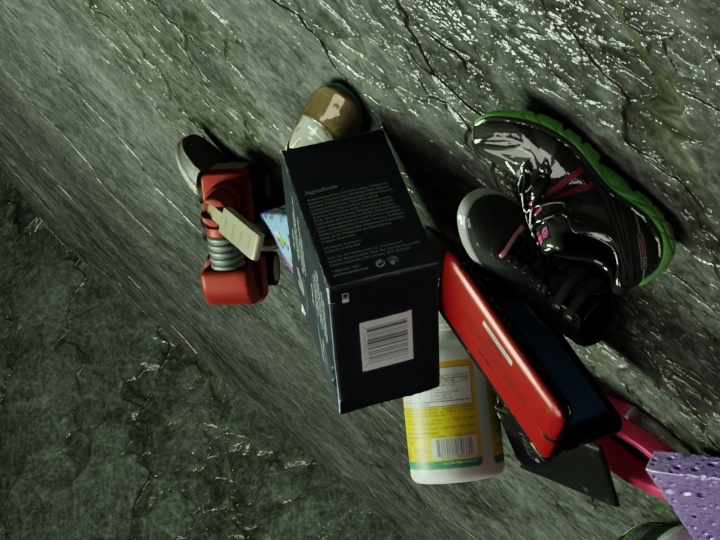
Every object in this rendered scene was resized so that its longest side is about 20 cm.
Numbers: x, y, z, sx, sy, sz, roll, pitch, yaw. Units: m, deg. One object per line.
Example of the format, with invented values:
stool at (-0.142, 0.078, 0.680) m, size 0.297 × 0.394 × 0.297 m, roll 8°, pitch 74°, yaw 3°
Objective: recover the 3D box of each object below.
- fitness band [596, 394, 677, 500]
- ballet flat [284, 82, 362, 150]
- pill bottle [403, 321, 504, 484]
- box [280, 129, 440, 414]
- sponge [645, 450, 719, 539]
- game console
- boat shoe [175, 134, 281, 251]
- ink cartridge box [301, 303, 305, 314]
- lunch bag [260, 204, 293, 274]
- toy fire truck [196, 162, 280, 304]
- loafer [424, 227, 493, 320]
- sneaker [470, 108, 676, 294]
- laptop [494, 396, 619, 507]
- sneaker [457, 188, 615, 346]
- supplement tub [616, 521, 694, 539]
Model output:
fitness band at (0.301, 0.196, 1.768) m, size 0.144 × 0.037 × 0.200 m, roll 47°, pitch 168°, yaw -25°
ballet flat at (-0.049, -0.142, 1.693) m, size 0.068 × 0.072 × 0.200 m, roll 45°, pitch 167°, yaw -5°
pill bottle at (0.103, 0.139, 1.837) m, size 0.113 × 0.112 × 0.202 m, roll 169°, pitch 95°, yaw -74°
box at (0.000, 0.000, 1.629) m, size 0.198 × 0.116 × 0.201 m, roll 87°, pitch 166°, yaw -48°
sponge at (0.389, 0.265, 1.655) m, size 0.111 × 0.030 × 0.200 m, roll -2°, pitch 135°, yaw 47°
game console at (0.172, 0.069, 1.542) m, size 0.201 × 0.118 × 0.173 m, roll 56°, pitch 163°, yaw 21°
boat shoe at (-0.168, -0.117, 2.164) m, size 0.200 × 0.074 × 0.073 m, roll 44°, pitch 142°, yaw 3°
ink cartridge box at (-0.058, 0.003, 2.110) m, size 0.176 × 0.045 × 0.200 m, roll 49°, pitch 161°, yaw 19°
lunch bag at (-0.027, 0.013, 1.906) m, size 0.150 × 0.093 × 0.202 m, roll 13°, pitch 123°, yaw 65°
toy fire truck at (-0.159, -0.032, 2.033) m, size 0.200 × 0.127 × 0.178 m, roll -61°, pitch -32°, yaw -69°
loafer at (0.113, 0.033, 1.746) m, size 0.200 × 0.070 × 0.070 m, roll 37°, pitch 166°, yaw 27°
sneaker at (0.163, -0.058, 1.292) m, size 0.200 × 0.084 × 0.077 m, roll 40°, pitch 166°, yaw 17°
laptop at (0.216, 0.153, 1.807) m, size 0.199 × 0.117 × 0.188 m, roll 21°, pitch 161°, yaw 24°
sneaker at (0.172, -0.002, 1.477) m, size 0.200 × 0.071 × 0.099 m, roll 46°, pitch 169°, yaw -37°
supplement tub at (0.365, 0.359, 1.876) m, size 0.123 × 0.123 × 0.200 m, roll 44°, pitch 167°, yaw -3°
